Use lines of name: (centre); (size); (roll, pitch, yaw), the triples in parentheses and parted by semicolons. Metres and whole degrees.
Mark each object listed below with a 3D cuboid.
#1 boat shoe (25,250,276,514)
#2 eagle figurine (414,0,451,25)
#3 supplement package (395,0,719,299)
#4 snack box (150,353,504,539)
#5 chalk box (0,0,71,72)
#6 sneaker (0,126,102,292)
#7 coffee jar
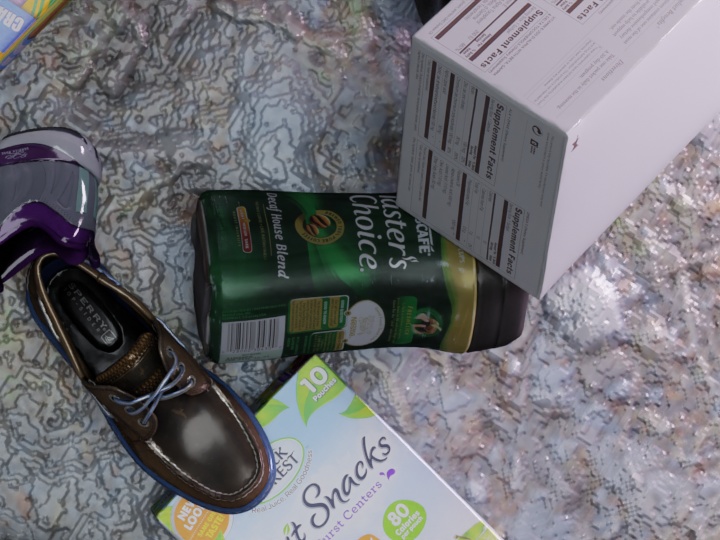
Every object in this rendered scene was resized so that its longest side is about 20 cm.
boat shoe: (-0.131, 0.066, 1.421); (0.200, 0.072, 0.072); (43, 84, 11)
eagle figurine: (0.015, -0.234, 1.442); (0.200, 0.151, 0.152); (33, 76, 2)
supplement package: (0.127, -0.115, 1.399); (0.111, 0.156, 0.200); (35, 59, 21)
snack box: (-0.010, 0.169, 1.482); (0.142, 0.053, 0.200); (-45, 97, -6)
chalk box: (-0.258, -0.155, 1.396); (0.124, 0.124, 0.200); (43, 86, -8)
sneaker: (-0.248, -0.024, 1.398); (0.199, 0.074, 0.088); (-12, 60, 8)
coffee jar: (0.000, 0.000, 1.452); (0.199, 0.104, 0.085); (-2, 134, -10)
